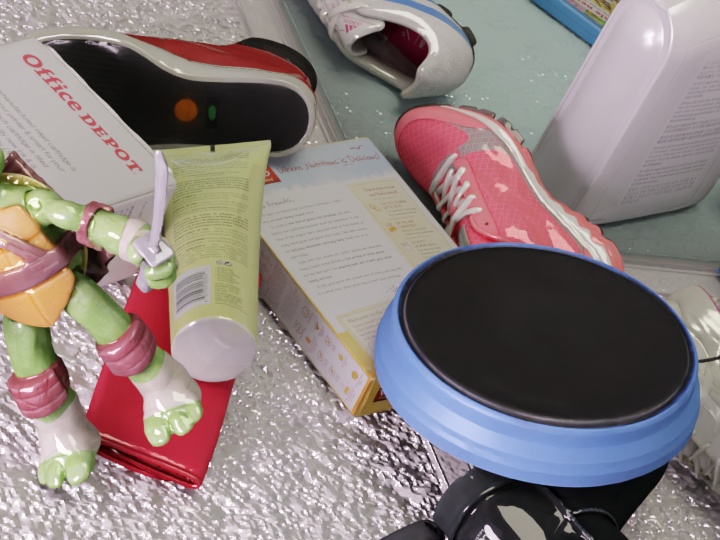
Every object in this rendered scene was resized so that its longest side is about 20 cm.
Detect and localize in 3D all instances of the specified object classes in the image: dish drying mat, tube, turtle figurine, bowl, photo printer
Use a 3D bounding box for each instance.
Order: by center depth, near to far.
[{"bbox_3d":[-0.164,0.031,1.380,0.144,0.194,0.200,-42,33,-21],"label":"turtle figurine"},{"bbox_3d":[-0.110,0.052,1.561,0.077,0.018,0.200,23,36,-7],"label":"dish drying mat"},{"bbox_3d":[0.109,0.051,1.584,0.200,0.039,0.201,8,35,-5],"label":"bowl"},{"bbox_3d":[-0.088,-0.016,1.601,0.058,0.052,0.200,28,32,-26],"label":"tube"},{"bbox_3d":[0.220,-0.129,1.852,0.166,0.200,0.069,-11,51,-41],"label":"photo printer"}]

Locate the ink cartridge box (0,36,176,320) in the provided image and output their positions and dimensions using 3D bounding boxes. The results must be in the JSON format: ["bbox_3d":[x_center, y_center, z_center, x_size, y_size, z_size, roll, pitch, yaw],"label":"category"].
[{"bbox_3d":[-0.231,-0.047,1.542,0.200,0.086,0.148,-18,56,-47],"label":"ink cartridge box"}]

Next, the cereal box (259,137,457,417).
[{"bbox_3d":[0.000,0.000,1.680,0.144,0.040,0.200,-10,50,-40],"label":"cereal box"}]

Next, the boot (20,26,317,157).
[{"bbox_3d":[-0.127,-0.128,1.744,0.199,0.073,0.144,10,17,-4],"label":"boot"}]

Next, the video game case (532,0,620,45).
[{"bbox_3d":[0.229,-0.219,2.130,0.143,0.018,0.200,39,36,13],"label":"video game case"}]

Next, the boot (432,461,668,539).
[{"bbox_3d":[0.151,0.172,1.543,0.198,0.073,0.163,-16,55,-42],"label":"boot"}]

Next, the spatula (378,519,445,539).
[{"bbox_3d":[-0.011,0.175,1.471,0.057,0.021,0.200,42,37,20],"label":"spatula"}]

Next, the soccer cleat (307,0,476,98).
[{"bbox_3d":[-0.004,-0.198,1.898,0.200,0.070,0.086,41,37,17],"label":"soccer cleat"}]

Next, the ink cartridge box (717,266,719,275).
[{"bbox_3d":[0.372,0.034,1.854,0.145,0.084,0.200,-7,48,-40],"label":"ink cartridge box"}]

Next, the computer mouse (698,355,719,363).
[{"bbox_3d":[0.201,0.061,1.657,0.199,0.034,0.059,-12,64,14],"label":"computer mouse"}]

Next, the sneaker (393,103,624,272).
[{"bbox_3d":[0.086,-0.039,1.760,0.200,0.074,0.087,44,39,20],"label":"sneaker"}]

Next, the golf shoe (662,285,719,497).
[{"bbox_3d":[0.214,0.100,1.691,0.091,0.075,0.200,-10,48,-15],"label":"golf shoe"}]
